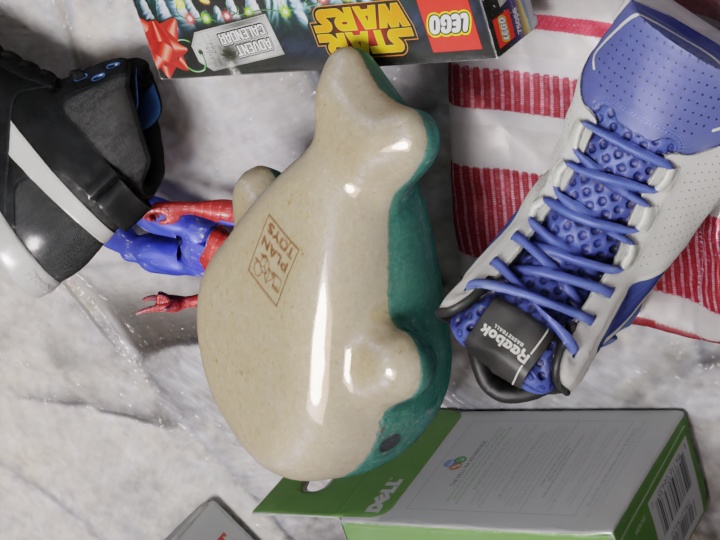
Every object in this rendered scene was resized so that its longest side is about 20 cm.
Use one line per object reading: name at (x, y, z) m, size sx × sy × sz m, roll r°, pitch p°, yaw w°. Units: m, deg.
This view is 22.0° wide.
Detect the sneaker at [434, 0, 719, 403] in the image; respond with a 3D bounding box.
sneaker at (0.095, -0.008, 0.777) m, size 0.080 × 0.115 × 0.200 m, roll 32°, pitch 133°, yaw 10°

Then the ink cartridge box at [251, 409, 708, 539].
ink cartridge box at (0.059, 0.119, 0.917) m, size 0.199 × 0.104 × 0.060 m, roll -2°, pitch 117°, yaw 32°

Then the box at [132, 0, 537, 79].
box at (-0.029, -0.157, 0.820) m, size 0.199 × 0.040 × 0.137 m, roll 1°, pitch 120°, yaw 39°

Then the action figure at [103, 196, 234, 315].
action figure at (-0.091, -0.013, 0.962) m, size 0.199 × 0.052 × 0.066 m, roll 14°, pitch 122°, yaw 20°

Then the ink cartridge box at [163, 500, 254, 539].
ink cartridge box at (-0.070, 0.254, 1.055) m, size 0.200 × 0.144 × 0.084 m, roll 46°, pitch 131°, yaw -3°

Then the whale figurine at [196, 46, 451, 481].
whale figurine at (0.000, 0.000, 0.844) m, size 0.159 × 0.103 × 0.201 m, roll 48°, pitch 131°, yaw 42°

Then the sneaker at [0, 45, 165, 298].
sneaker at (-0.165, -0.093, 0.948) m, size 0.112 × 0.073 × 0.200 m, roll -33°, pitch 69°, yaw 2°

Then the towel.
towel at (0.104, -0.064, 0.827) m, size 0.143 × 0.023 × 0.201 m, roll 13°, pitch 125°, yaw 25°
